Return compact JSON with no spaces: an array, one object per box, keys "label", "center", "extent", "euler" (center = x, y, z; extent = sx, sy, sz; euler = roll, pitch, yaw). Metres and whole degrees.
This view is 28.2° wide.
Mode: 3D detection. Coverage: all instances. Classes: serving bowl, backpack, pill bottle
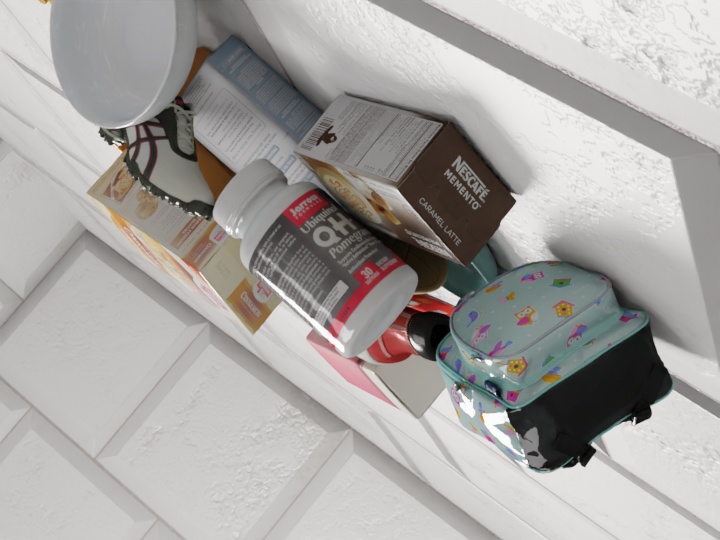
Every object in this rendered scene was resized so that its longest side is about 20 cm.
[{"label":"serving bowl","center":[-0.227,-0.243,1.437],"extent":[0.200,0.201,0.066],"euler":[32,-156,37]},{"label":"backpack","center":[0.165,0.082,1.354],"extent":[0.154,0.175,0.200],"euler":[61,162,-17]},{"label":"pill bottle","center":[-0.049,-0.017,1.420],"extent":[0.200,0.111,0.111],"euler":[41,170,13]}]

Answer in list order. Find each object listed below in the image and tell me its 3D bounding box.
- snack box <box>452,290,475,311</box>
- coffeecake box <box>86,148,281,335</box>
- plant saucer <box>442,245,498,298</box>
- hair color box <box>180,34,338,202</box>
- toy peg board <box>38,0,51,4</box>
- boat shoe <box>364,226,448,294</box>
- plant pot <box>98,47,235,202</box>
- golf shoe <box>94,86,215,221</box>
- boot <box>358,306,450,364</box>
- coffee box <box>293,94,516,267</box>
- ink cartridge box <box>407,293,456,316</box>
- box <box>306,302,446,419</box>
[{"label":"snack box","center":[0.194,0.081,1.522],"extent":[0.199,0.024,0.072],"euler":[28,169,-3]},{"label":"coffeecake box","center":[-0.194,-0.032,1.630],"extent":[0.200,0.073,0.154],"euler":[32,166,33]},{"label":"plant saucer","center":[0.078,-0.036,1.532],"extent":[0.200,0.036,0.200],"euler":[39,169,9]},{"label":"hair color box","center":[-0.095,-0.142,1.520],"extent":[0.200,0.061,0.099],"euler":[42,136,-4]},{"label":"toy peg board","center":[-0.323,-0.319,1.595],"extent":[0.200,0.098,0.199],"euler":[32,166,39]},{"label":"boat shoe","center":[-0.004,-0.016,1.506],"extent":[0.199,0.072,0.065],"euler":[13,168,10]},{"label":"plant pot","center":[-0.183,-0.159,1.648],"extent":[0.200,0.140,0.200],"euler":[39,170,8]},{"label":"golf shoe","center":[-0.201,-0.132,1.468],"extent":[0.200,0.088,0.077],"euler":[49,-164,32]},{"label":"boot","center":[0.064,0.078,1.602],"extent":[0.144,0.073,0.200],"euler":[16,171,22]},{"label":"coffee box","center":[0.038,-0.087,1.340],"extent":[0.114,0.080,0.200],"euler":[45,169,-32]},{"label":"ink cartridge box","center":[0.110,0.074,1.686],"extent":[0.175,0.045,0.200],"euler":[18,172,-9]},{"label":"box","center":[0.038,0.101,1.969],"extent":[0.109,0.128,0.200],"euler":[47,167,-29]}]
